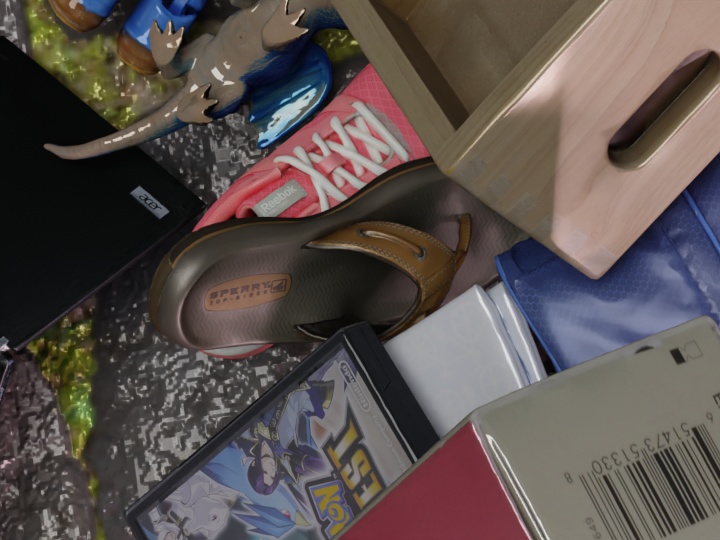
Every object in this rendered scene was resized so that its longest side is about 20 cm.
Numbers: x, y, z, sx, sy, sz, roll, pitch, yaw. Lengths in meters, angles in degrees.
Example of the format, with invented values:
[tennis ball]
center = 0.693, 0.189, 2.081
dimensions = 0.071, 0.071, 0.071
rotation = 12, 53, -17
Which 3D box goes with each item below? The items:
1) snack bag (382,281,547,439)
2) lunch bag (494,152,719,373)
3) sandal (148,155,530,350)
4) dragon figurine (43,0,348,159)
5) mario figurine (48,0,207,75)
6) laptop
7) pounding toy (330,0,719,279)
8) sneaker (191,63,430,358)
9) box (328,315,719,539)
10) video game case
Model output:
[snack bag]
center = 0.037, 0.132, 1.378
dimensions = 0.188, 0.021, 0.201
rotation = -32, 75, 38
[lunch bag]
center = 0.167, 0.047, 1.327
dimensions = 0.132, 0.136, 0.200
rotation = -32, 73, 6
[sandal]
center = 0.000, 0.000, 1.377
dimensions = 0.055, 0.199, 0.082
rotation = 44, 136, 48
[dragon figurine]
center = -0.051, -0.099, 1.432
dimensions = 0.200, 0.099, 0.059
rotation = -42, 70, 14
[mario figurine]
center = -0.064, -0.195, 1.442
dimensions = 0.200, 0.123, 0.106
rotation = -47, 60, 19
[laptop]
center = -0.194, 0.013, 1.470
dimensions = 0.177, 0.103, 0.201
rotation = 39, 121, 35
[pounding toy]
center = 0.126, -0.112, 1.278
dimensions = 0.200, 0.142, 0.184
rotation = -47, 38, 13
[sneaker]
center = -0.017, -0.033, 1.416
dimensions = 0.200, 0.087, 0.074
rotation = -46, 77, 7
[box]
center = 0.076, 0.120, 1.212
dimensions = 0.128, 0.200, 0.109
rotation = -21, 75, -31
[video game case]
center = -0.007, 0.154, 1.386
dimensions = 0.181, 0.025, 0.200
rotation = -41, 75, 38
